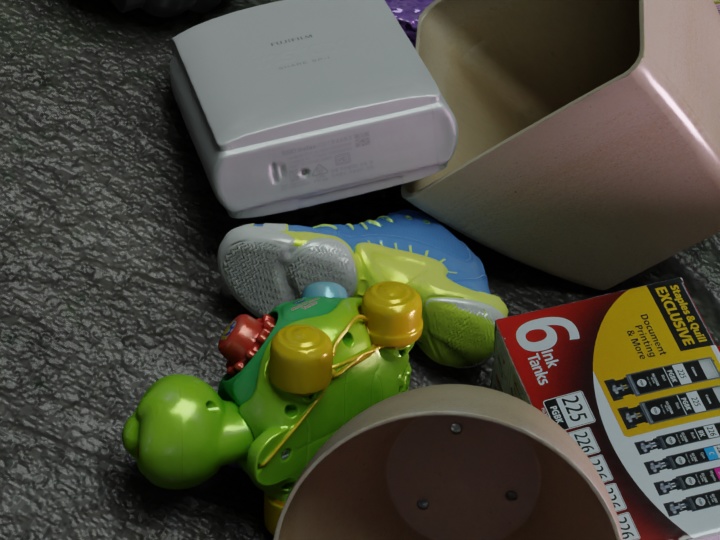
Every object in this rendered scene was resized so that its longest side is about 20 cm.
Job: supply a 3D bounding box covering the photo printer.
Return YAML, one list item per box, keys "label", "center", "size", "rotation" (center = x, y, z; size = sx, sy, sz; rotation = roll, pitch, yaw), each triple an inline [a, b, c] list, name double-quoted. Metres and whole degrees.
- label: "photo printer"
  center: [-0.039, -0.121, 1.643]
  size: [0.166, 0.070, 0.200]
  rotation: [-13, 33, -8]

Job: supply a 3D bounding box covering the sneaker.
- label: "sneaker"
  center: [0.000, 0.000, 1.608]
  size: [0.199, 0.076, 0.105]
  rotation: [20, 32, -15]

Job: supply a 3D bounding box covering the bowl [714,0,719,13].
- label: "bowl"
  center: [0.321, -0.273, 1.948]
  size: [0.094, 0.200, 0.201]
  rotation: [44, 23, -49]

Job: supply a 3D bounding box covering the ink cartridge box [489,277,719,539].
- label: "ink cartridge box"
  center: [0.195, 0.109, 1.531]
  size: [0.175, 0.084, 0.200]
  rotation: [-13, 49, -12]

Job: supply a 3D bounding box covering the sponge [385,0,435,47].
- label: "sponge"
  center: [0.052, -0.240, 1.872]
  size: [0.111, 0.030, 0.201]
  rotation: [16, 46, -9]

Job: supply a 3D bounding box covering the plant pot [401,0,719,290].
- label: "plant pot"
  center: [0.165, -0.107, 1.671]
  size: [0.177, 0.200, 0.200]
  rotation: [40, 36, -30]

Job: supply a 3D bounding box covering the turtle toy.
- label: "turtle toy"
  center: [-0.049, 0.079, 1.469]
  size: [0.200, 0.146, 0.101]
  rotation: [-24, 40, -38]

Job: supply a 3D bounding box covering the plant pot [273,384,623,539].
- label: "plant pot"
  center: [0.056, 0.147, 1.420]
  size: [0.199, 0.201, 0.135]
  rotation: [23, 21, -2]

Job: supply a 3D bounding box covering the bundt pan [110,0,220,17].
- label: "bundt pan"
  center: [-0.155, -0.259, 1.766]
  size: [0.201, 0.076, 0.203]
  rotation: [12, 46, -12]
